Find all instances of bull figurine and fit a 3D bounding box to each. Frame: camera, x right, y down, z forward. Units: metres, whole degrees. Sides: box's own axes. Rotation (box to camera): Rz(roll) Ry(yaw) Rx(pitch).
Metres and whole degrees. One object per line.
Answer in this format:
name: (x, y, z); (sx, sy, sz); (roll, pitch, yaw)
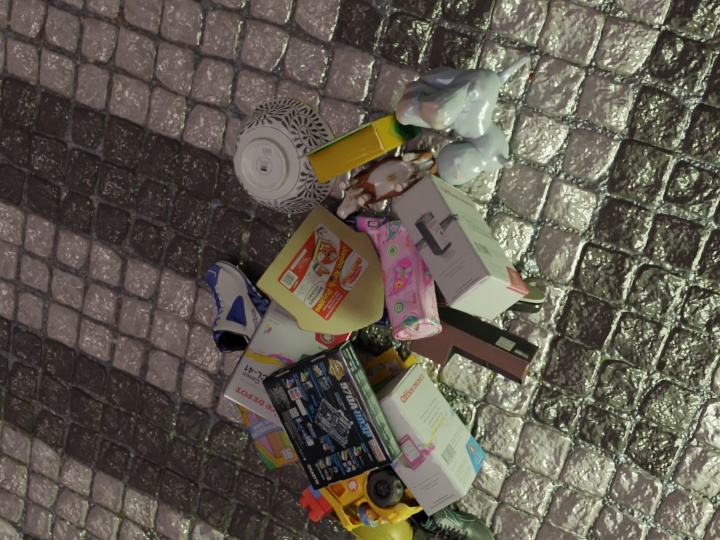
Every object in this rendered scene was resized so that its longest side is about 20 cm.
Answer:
bull figurine: (0.032, -0.142, 1.539); (0.198, 0.121, 0.066); (-26, 92, 20)

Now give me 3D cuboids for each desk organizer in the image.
desk organizer: (0.188, 0.130, 1.578); (0.198, 0.072, 0.078); (25, 116, 15)

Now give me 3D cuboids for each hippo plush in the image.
hippo plush: (0.159, -0.226, 1.467); (0.198, 0.159, 0.162); (-29, 117, -13)

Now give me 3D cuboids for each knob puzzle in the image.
knob puzzle: (-0.047, 0.019, 1.571); (0.221, 0.219, 0.030); (56, 159, -1)

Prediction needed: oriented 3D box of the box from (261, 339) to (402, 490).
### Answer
box: (-0.046, 0.232, 1.500); (0.158, 0.046, 0.202); (-25, 93, 26)

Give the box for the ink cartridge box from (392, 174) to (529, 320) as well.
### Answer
ink cartridge box: (0.153, -0.035, 1.457); (0.085, 0.145, 0.201); (-38, 61, 21)

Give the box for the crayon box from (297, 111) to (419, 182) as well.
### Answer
crayon box: (0.001, -0.195, 1.478); (0.125, 0.200, 0.052); (-23, 96, 27)

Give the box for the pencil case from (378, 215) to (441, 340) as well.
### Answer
pencil case: (0.079, 0.010, 1.533); (0.087, 0.087, 0.203); (-15, 69, 26)

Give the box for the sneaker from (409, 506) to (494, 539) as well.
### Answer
sneaker: (0.149, 0.456, 1.687); (0.199, 0.079, 0.076); (34, 115, 9)

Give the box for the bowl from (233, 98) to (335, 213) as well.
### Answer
bowl: (-0.145, -0.186, 1.612); (0.198, 0.094, 0.203); (7, 109, 20)

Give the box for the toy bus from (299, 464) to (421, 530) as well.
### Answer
toy bus: (-0.006, 0.367, 1.600); (0.192, 0.135, 0.200); (-48, 68, 14)

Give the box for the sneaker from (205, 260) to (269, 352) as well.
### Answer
sneaker: (-0.230, 0.075, 1.681); (0.199, 0.115, 0.081); (41, 153, 29)

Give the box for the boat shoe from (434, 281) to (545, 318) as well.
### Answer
boat shoe: (0.203, 0.042, 1.544); (0.199, 0.074, 0.064); (10, 109, 26)

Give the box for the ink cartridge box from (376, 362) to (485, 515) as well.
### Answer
ink cartridge box: (0.102, 0.272, 1.557); (0.084, 0.144, 0.201); (-35, 90, 27)

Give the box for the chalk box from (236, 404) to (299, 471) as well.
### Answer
chalk box: (-0.139, 0.236, 1.719); (0.123, 0.124, 0.202); (-21, 95, 27)

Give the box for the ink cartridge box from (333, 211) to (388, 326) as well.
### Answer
ink cartridge box: (0.000, 0.000, 1.640); (0.094, 0.037, 0.203); (7, 110, 21)

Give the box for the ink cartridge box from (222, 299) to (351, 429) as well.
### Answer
ink cartridge box: (-0.123, 0.152, 1.594); (0.146, 0.086, 0.202); (28, 85, -5)

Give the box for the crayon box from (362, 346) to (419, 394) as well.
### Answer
crayon box: (0.076, 0.238, 1.667); (0.125, 0.052, 0.201); (-34, 91, 27)

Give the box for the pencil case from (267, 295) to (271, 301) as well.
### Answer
pencil case: (-0.098, 0.089, 1.684); (0.077, 0.089, 0.201); (-33, 92, -1)

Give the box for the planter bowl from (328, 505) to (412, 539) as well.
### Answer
planter bowl: (0.033, 0.458, 1.709); (0.200, 0.201, 0.084); (37, 79, 9)
